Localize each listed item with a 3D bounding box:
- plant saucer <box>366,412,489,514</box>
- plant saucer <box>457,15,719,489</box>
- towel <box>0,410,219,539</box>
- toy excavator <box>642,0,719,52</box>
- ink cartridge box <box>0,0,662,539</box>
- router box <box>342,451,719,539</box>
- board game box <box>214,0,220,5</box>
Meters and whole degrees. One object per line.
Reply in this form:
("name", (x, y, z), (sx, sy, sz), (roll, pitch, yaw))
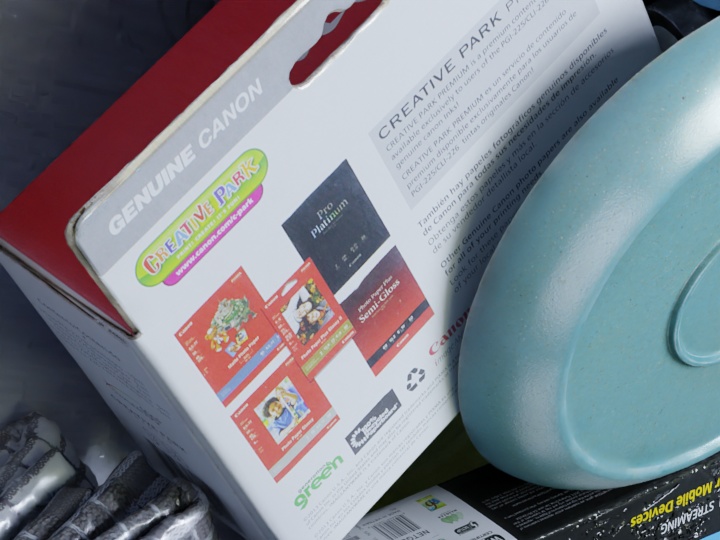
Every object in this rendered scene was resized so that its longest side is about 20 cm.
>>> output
("plant saucer", (0.000, 0.000, 0.812), (0.199, 0.031, 0.201), (-2, 93, -31))
("plant saucer", (0.119, -0.001, 0.739), (0.199, 0.027, 0.201), (-26, 141, -23))
("towel", (-0.102, 0.169, 0.705), (0.200, 0.085, 0.166), (-48, 129, -35))
("toy excavator", (0.099, -0.178, 0.740), (0.100, 0.195, 0.201), (-28, 134, -9))
("ink cartridge box", (-0.007, -0.039, 0.695), (0.200, 0.084, 0.176), (-46, 138, -15))
("router box", (0.062, 0.140, 0.832), (0.199, 0.051, 0.150), (-19, 125, -34))
("board game box", (-0.012, -0.174, 0.693), (0.120, 0.032, 0.201), (-33, 136, -18))
